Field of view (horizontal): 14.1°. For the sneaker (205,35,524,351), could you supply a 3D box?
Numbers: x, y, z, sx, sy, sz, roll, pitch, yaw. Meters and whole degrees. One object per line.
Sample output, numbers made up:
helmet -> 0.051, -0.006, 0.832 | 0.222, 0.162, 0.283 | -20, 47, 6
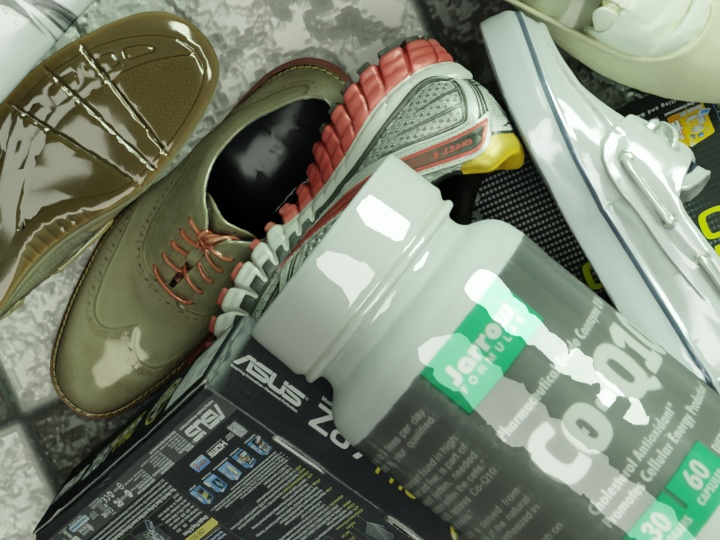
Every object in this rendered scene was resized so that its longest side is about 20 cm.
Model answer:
sneaker -> 0.000, 0.000, 1.275 | 0.082, 0.078, 0.201 | 39, 115, 21

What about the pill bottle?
pill bottle -> 0.060, 0.052, 1.191 | 0.200, 0.113, 0.113 | 38, 98, -1

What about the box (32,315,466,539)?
box -> -0.039, 0.117, 1.303 | 0.161, 0.049, 0.200 | 37, 143, -8

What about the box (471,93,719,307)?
box -> 0.119, 0.015, 1.311 | 0.199, 0.044, 0.161 | -23, 75, 8

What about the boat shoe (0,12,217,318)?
boat shoe -> -0.144, -0.037, 1.313 | 0.072, 0.065, 0.200 | 43, 89, -1

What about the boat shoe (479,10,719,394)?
boat shoe -> 0.120, -0.032, 1.266 | 0.065, 0.074, 0.201 | -29, 85, 4

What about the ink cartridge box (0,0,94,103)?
ink cartridge box -> -0.164, -0.123, 1.212 | 0.084, 0.145, 0.200 | 42, 96, -13

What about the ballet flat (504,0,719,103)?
ballet flat -> 0.094, -0.130, 1.280 | 0.199, 0.069, 0.070 | 25, 101, 11

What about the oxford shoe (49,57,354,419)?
oxford shoe -> -0.076, -0.014, 1.319 | 0.070, 0.075, 0.200 | 36, 98, -3
